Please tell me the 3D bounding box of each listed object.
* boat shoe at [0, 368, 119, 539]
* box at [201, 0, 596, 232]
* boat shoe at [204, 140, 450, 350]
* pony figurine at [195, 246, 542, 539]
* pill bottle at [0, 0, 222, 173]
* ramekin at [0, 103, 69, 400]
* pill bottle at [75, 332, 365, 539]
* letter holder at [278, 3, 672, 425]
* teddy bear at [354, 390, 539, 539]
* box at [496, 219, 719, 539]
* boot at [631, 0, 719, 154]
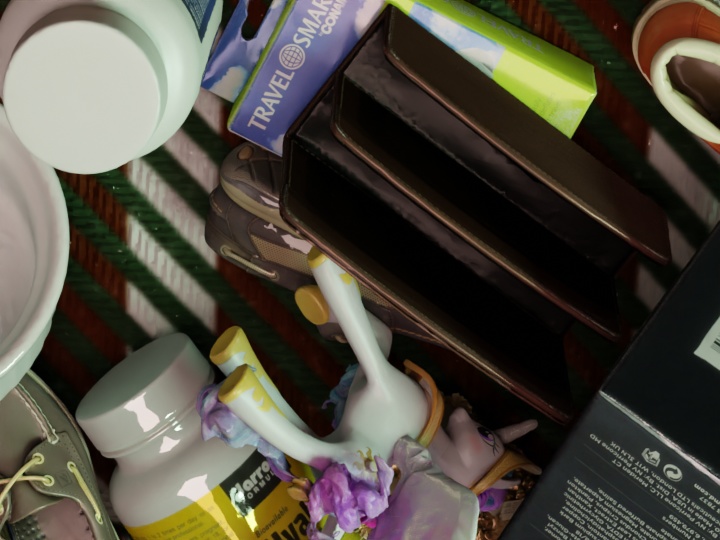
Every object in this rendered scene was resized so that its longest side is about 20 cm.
[{"bbox_3d":[-0.183,0.136,1.665,0.072,0.060,0.201,-25,95,1],"label":"boat shoe"},{"bbox_3d":[0.019,-0.103,1.634,0.199,0.048,0.122,26,110,-8],"label":"box"},{"bbox_3d":[0.000,0.000,1.670,0.199,0.075,0.073,31,122,-2],"label":"boat shoe"},{"bbox_3d":[0.001,0.107,1.596,0.200,0.193,0.166,45,150,-21],"label":"pony figurine"},{"bbox_3d":[-0.136,-0.123,1.552,0.110,0.200,0.112,1,111,3],"label":"pill bottle"},{"bbox_3d":[-0.260,-0.003,1.618,0.199,0.098,0.202,1,73,-3],"label":"ramekin"},{"bbox_3d":[-0.078,0.139,1.701,0.111,0.111,0.200,-32,107,14],"label":"pill bottle"},{"bbox_3d":[0.063,-0.028,1.560,0.200,0.142,0.101,36,109,-12],"label":"letter holder"},{"bbox_3d":[0.089,0.153,1.718,0.199,0.067,0.146,16,90,-12],"label":"teddy bear"},{"bbox_3d":[0.182,0.091,1.573,0.117,0.197,0.200,35,141,7],"label":"box"},{"bbox_3d":[0.232,-0.070,1.594,0.200,0.107,0.075,37,103,-7],"label":"boot"}]
